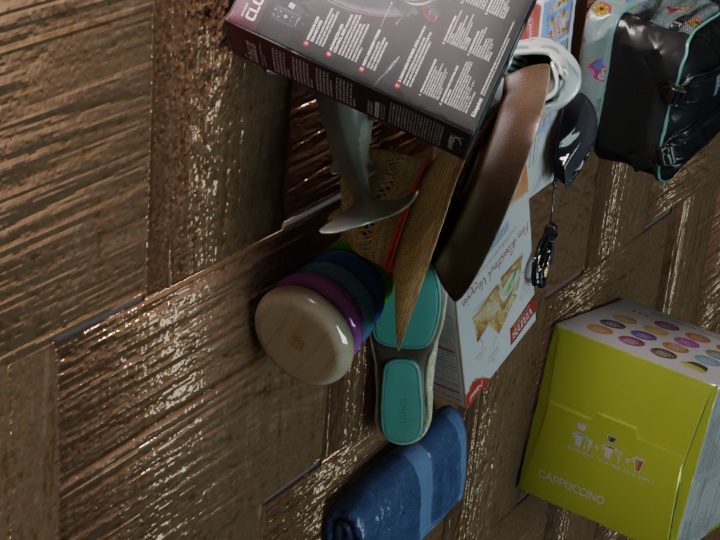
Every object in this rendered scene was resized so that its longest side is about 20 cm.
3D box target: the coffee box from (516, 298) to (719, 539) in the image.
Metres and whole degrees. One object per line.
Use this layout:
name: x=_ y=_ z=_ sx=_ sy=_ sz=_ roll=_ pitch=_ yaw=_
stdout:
coffee box: x=0.319 y=0.170 z=1.848 sx=0.197 sy=0.198 sz=0.202 roll=-13 pitch=119 yaw=-57

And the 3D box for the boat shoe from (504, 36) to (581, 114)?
boat shoe: x=0.146 y=-0.164 z=1.446 sx=0.199 sy=0.066 sz=0.074 roll=-2 pitch=114 yaw=-51

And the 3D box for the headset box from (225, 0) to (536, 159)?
headset box: x=0.012 y=-0.187 z=1.096 sx=0.075 sy=0.198 sz=0.150 roll=97 pitch=17 yaw=-80

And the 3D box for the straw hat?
straw hat: x=0.022 y=-0.046 z=1.229 sx=0.201 sy=0.084 sz=0.203 roll=20 pitch=90 yaw=-88

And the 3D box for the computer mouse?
computer mouse: x=0.196 y=-0.076 z=1.575 sx=0.059 sy=0.034 sz=0.202 roll=65 pitch=37 yaw=-70

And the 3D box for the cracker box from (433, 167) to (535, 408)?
cracker box: x=0.102 y=0.007 z=1.512 sx=0.134 sy=0.057 sz=0.202 roll=-48 pitch=145 yaw=-35

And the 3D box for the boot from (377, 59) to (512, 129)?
boot: x=0.068 y=-0.174 z=1.240 sx=0.201 sy=0.094 sz=0.074 roll=101 pitch=-9 yaw=-62

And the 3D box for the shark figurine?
shark figurine: x=-0.022 y=-0.123 z=1.179 sx=0.088 sy=0.128 sz=0.218 roll=4 pitch=80 yaw=-21

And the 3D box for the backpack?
backpack: x=0.308 y=-0.207 z=1.642 sx=0.199 sy=0.153 sz=0.177 roll=-32 pitch=137 yaw=-36

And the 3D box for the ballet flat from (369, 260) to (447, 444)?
ballet flat: x=0.038 y=0.058 z=1.446 sx=0.063 sy=0.067 sz=0.202 roll=-77 pitch=175 yaw=-60

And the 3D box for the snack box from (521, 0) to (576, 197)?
snack box: x=0.169 y=-0.168 z=1.555 sx=0.072 sy=0.024 sz=0.202 roll=-34 pitch=135 yaw=-48

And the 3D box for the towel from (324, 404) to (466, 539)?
towel: x=0.039 y=0.215 z=1.538 sx=0.200 sy=0.048 sz=0.113 roll=-37 pitch=137 yaw=-46

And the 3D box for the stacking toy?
stacking toy: x=0.000 y=0.000 z=1.312 sx=0.200 sy=0.085 sz=0.086 roll=-49 pitch=146 yaw=-43

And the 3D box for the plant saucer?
plant saucer: x=0.099 y=-0.075 z=1.318 sx=0.200 sy=0.032 sz=0.202 roll=-158 pitch=-91 yaw=-85
